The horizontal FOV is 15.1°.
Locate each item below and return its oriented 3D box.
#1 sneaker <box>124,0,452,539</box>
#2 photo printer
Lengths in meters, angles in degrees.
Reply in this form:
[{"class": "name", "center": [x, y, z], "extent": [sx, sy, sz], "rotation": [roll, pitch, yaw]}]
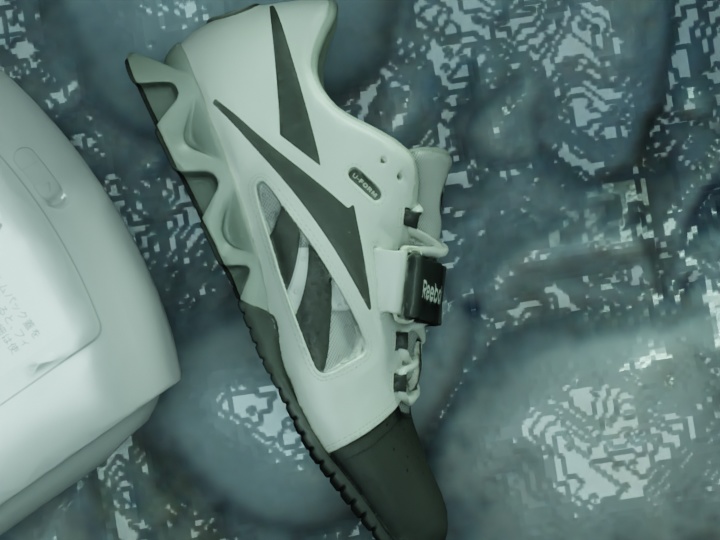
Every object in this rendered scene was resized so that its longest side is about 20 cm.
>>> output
[{"class": "sneaker", "center": [0.000, 0.000, 0.918], "extent": [0.088, 0.074, 0.200], "rotation": [-24, 90, 0]}, {"class": "photo printer", "center": [-0.172, 0.024, 0.914], "extent": [0.200, 0.069, 0.166], "rotation": [-36, 90, -3]}]
